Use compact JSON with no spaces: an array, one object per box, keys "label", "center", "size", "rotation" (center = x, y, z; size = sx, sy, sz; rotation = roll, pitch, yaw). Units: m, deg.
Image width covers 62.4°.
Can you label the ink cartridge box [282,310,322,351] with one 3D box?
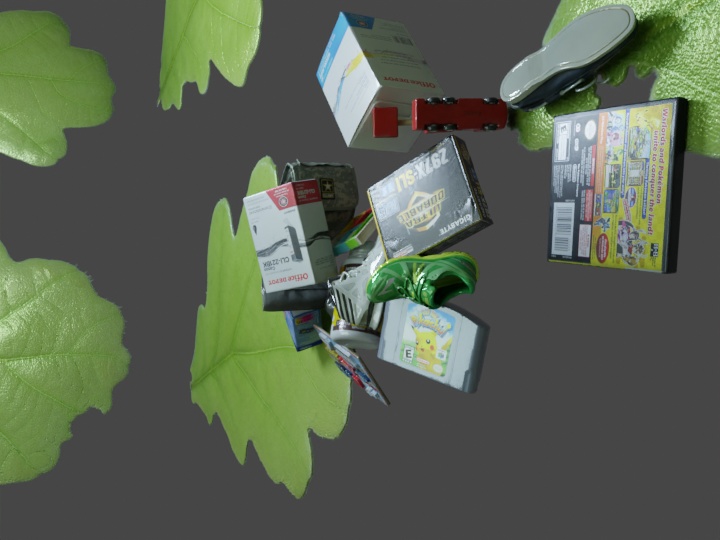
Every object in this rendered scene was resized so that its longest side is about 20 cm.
[{"label":"ink cartridge box","center":[-0.148,0.103,1.464],"size":[0.202,0.075,0.138],"rotation":[89,159,-56]}]

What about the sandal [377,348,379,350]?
[{"label":"sandal","center":[0.017,0.125,1.263],"size":[0.199,0.044,0.077],"rotation":[27,114,55]}]

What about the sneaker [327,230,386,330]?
[{"label":"sneaker","center":[0.000,0.000,1.109],"size":[0.076,0.113,0.205],"rotation":[108,174,-74]}]

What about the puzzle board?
[{"label":"puzzle board","center":[-0.025,0.204,1.284],"size":[0.199,0.017,0.152],"rotation":[26,151,55]}]

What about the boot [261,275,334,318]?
[{"label":"boot","center":[-0.116,0.075,1.306],"size":[0.183,0.196,0.074],"rotation":[-115,38,-51]}]

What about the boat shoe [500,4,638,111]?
[{"label":"boat shoe","center":[0.277,-0.270,0.784],"size":[0.199,0.061,0.076],"rotation":[-30,52,46]}]

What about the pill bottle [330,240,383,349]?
[{"label":"pill bottle","center":[0.005,0.049,1.191],"size":[0.109,0.108,0.204],"rotation":[-22,56,57]}]

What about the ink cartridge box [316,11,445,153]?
[{"label":"ink cartridge box","center":[0.031,-0.344,1.102],"size":[0.145,0.145,0.203],"rotation":[-55,48,45]}]

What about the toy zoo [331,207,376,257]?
[{"label":"toy zoo","center":[-0.014,-0.079,1.229],"size":[0.021,0.132,0.199],"rotation":[47,151,-12]}]

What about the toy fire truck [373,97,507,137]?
[{"label":"toy fire truck","center":[0.122,-0.243,0.954],"size":[0.141,0.195,0.050],"rotation":[-120,29,-81]}]

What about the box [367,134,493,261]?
[{"label":"box","center":[0.114,-0.112,1.026],"size":[0.198,0.049,0.163],"rotation":[-28,66,35]}]

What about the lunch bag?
[{"label":"lunch bag","center":[-0.098,-0.142,1.314],"size":[0.118,0.161,0.204],"rotation":[43,129,45]}]

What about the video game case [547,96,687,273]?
[{"label":"video game case","center":[0.322,-0.105,0.766],"size":[0.180,0.025,0.205],"rotation":[10,101,58]}]

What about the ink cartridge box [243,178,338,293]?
[{"label":"ink cartridge box","center":[-0.140,-0.066,1.199],"size":[0.142,0.083,0.204],"rotation":[-11,95,36]}]

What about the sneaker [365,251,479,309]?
[{"label":"sneaker","center":[0.100,0.021,0.991],"size":[0.084,0.196,0.075],"rotation":[-86,-22,-48]}]

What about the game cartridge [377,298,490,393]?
[{"label":"game cartridge","center":[0.122,0.116,1.029],"size":[0.197,0.040,0.136],"rotation":[16,99,33]}]
